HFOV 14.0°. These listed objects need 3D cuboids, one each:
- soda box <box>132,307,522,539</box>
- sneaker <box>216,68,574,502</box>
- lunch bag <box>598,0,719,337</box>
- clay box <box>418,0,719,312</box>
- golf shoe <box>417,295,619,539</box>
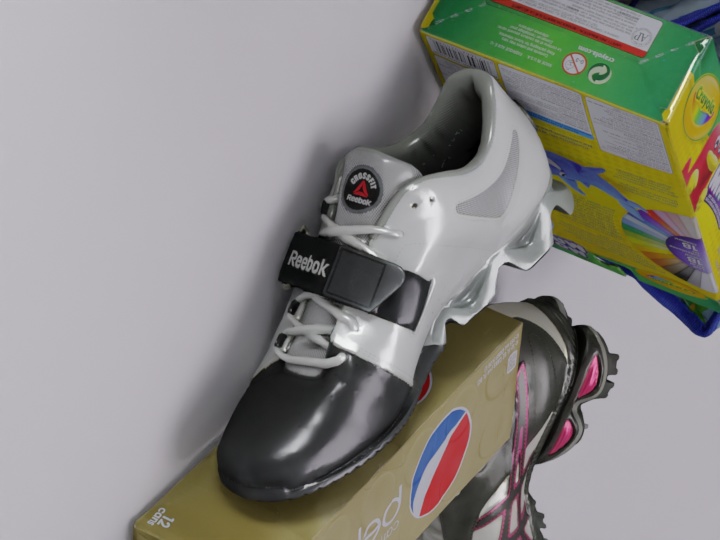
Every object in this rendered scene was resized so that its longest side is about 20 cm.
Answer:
[{"bbox_3d":[-0.012,0.085,1.192,0.200,0.064,0.068,-44,148,-44],"label":"soda box"},{"bbox_3d":[0.000,0.000,1.148,0.200,0.074,0.089,-51,134,-28],"label":"sneaker"},{"bbox_3d":[0.187,-0.099,1.352,0.170,0.127,0.200,-47,168,-40],"label":"lunch bag"},{"bbox_3d":[0.103,-0.054,1.247,0.048,0.115,0.200,-61,157,-14],"label":"clay box"},{"bbox_3d":[0.044,0.105,1.346,0.088,0.077,0.201,3,107,-44],"label":"golf shoe"}]
